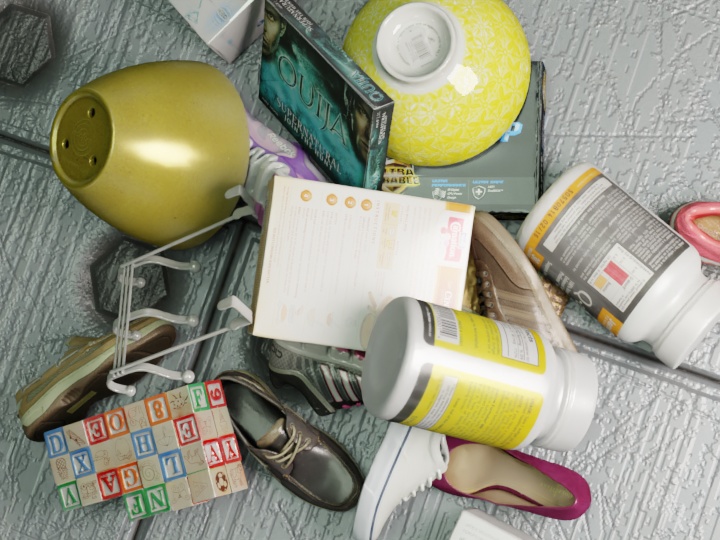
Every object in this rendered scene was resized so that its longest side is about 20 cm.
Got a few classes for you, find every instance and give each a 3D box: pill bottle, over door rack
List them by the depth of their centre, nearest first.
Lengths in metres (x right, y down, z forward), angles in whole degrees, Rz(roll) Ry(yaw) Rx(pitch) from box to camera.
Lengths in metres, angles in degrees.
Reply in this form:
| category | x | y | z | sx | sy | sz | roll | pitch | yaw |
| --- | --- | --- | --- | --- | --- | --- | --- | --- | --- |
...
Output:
| category | x | y | z | sx | sy | sz | roll | pitch | yaw |
| --- | --- | --- | --- | --- | --- | --- | --- | --- | --- |
| pill bottle | 0.111 | 0.101 | 1.380 | 0.199 | 0.114 | 0.115 | 16 | 86 | -18 |
| pill bottle | 0.258 | -0.004 | 1.456 | 0.200 | 0.116 | 0.117 | 42 | 93 | 15 |
| over door rack | -0.170 | 0.029 | 1.493 | 0.199 | 0.066 | 0.149 | -30 | 46 | 33 |

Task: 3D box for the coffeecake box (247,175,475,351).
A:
| category | x | y | z | sx | sy | sz | roll | pitch | yaw |
| --- | --- | --- | --- | --- | --- | --- | --- | --- | --- |
| coffeecake box | 0.000 | 0.000 | 1.453 | 0.198 | 0.073 | 0.155 | 8 | 88 | -8 |

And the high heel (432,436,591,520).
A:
| category | x | y | z | sx | sy | sz | roll | pitch | yaw |
| --- | --- | --- | --- | --- | --- | --- | --- | --- | --- |
| high heel | 0.130 | 0.198 | 1.469 | 0.198 | 0.096 | 0.068 | 8 | 85 | 14 |

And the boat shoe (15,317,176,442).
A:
| category | x | y | z | sx | sy | sz | roll | pitch | yaw |
| --- | --- | --- | --- | --- | --- | --- | --- | --- | --- |
| boat shoe | -0.291 | 0.098 | 1.598 | 0.199 | 0.072 | 0.076 | -34 | 61 | 5 |

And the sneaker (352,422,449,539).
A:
| category | x | y | z | sx | sy | sz | roll | pitch | yaw |
| --- | --- | --- | --- | --- | --- | --- | --- | --- | --- |
| sneaker | 0.049 | 0.190 | 1.467 | 0.070 | 0.073 | 0.201 | 23 | 112 | 4 |

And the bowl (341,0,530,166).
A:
| category | x | y | z | sx | sy | sz | roll | pitch | yaw |
| --- | --- | --- | --- | --- | --- | --- | --- | --- | --- |
| bowl | 0.064 | -0.211 | 1.485 | 0.198 | 0.108 | 0.202 | -2 | 81 | 13 |

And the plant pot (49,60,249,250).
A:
| category | x | y | z | sx | sy | sz | roll | pitch | yaw |
| --- | --- | --- | --- | --- | --- | --- | --- | --- | --- |
| plant pot | -0.232 | -0.126 | 1.533 | 0.199 | 0.141 | 0.202 | -3 | 85 | 39 |

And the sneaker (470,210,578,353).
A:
| category | x | y | z | sx | sy | sz | roll | pitch | yaw |
| --- | --- | --- | --- | --- | --- | --- | --- | --- | --- |
| sneaker | 0.146 | 0.040 | 1.468 | 0.075 | 0.070 | 0.201 | -31 | 91 | -6 |

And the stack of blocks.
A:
| category | x | y | z | sx | sy | sz | roll | pitch | yaw |
| --- | --- | --- | --- | --- | --- | --- | --- | --- | --- |
| stack of blocks | -0.223 | 0.195 | 1.537 | 0.199 | 0.058 | 0.116 | -19 | 83 | 29 |

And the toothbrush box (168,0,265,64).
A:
| category | x | y | z | sx | sy | sz | roll | pitch | yaw |
| --- | --- | --- | --- | --- | --- | --- | --- | --- | --- |
| toothbrush box | -0.162 | -0.350 | 1.615 | 0.146 | 0.085 | 0.200 | -41 | 77 | 5 |

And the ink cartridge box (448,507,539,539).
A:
| category | x | y | z | sx | sy | sz | roll | pitch | yaw |
| --- | --- | --- | --- | --- | --- | --- | --- | --- | --- |
| ink cartridge box | 0.126 | 0.354 | 1.455 | 0.144 | 0.084 | 0.201 | 24 | 89 | 15 |

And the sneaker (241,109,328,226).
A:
| category | x | y | z | sx | sy | sz | roll | pitch | yaw |
| --- | --- | --- | --- | --- | --- | --- | --- | --- | --- |
| sneaker | -0.102 | -0.119 | 1.580 | 0.200 | 0.088 | 0.081 | 48 | 133 | 33 |

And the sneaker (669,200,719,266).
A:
| category | x | y | z | sx | sy | sz | roll | pitch | yaw |
| --- | --- | --- | --- | --- | --- | --- | --- | --- | --- |
| sneaker | 0.394 | -0.019 | 1.442 | 0.199 | 0.087 | 0.074 | 16 | 87 | 14 |

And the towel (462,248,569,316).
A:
| category | x | y | z | sx | sy | sz | roll | pitch | yaw |
| --- | --- | --- | --- | --- | --- | --- | --- | --- | --- |
| towel | 0.101 | 0.034 | 1.513 | 0.199 | 0.022 | 0.148 | 24 | 89 | -2 |

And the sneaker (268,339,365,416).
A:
| category | x | y | z | sx | sy | sz | roll | pitch | yaw |
| --- | --- | --- | --- | --- | --- | --- | --- | --- | --- |
| sneaker | -0.008 | 0.113 | 1.527 | 0.199 | 0.074 | 0.088 | 21 | 117 | -1 |

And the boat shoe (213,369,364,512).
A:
| category | x | y | z | sx | sy | sz | roll | pitch | yaw |
| --- | --- | --- | --- | --- | --- | --- | --- | --- | --- |
| boat shoe | -0.083 | 0.178 | 1.532 | 0.199 | 0.073 | 0.075 | 36 | 92 | 15 |

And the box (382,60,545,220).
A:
| category | x | y | z | sx | sy | sz | roll | pitch | yaw |
| --- | --- | --- | --- | --- | --- | --- | --- | --- | --- |
| box | 0.092 | -0.134 | 1.547 | 0.198 | 0.046 | 0.160 | 1 | 83 | 14 |

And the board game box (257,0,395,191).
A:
| category | x | y | z | sx | sy | sz | roll | pitch | yaw |
| --- | --- | --- | --- | --- | --- | --- | --- | --- | --- |
| board game box | -0.039 | -0.173 | 1.516 | 0.028 | 0.136 | 0.200 | -23 | 53 | -27 |
